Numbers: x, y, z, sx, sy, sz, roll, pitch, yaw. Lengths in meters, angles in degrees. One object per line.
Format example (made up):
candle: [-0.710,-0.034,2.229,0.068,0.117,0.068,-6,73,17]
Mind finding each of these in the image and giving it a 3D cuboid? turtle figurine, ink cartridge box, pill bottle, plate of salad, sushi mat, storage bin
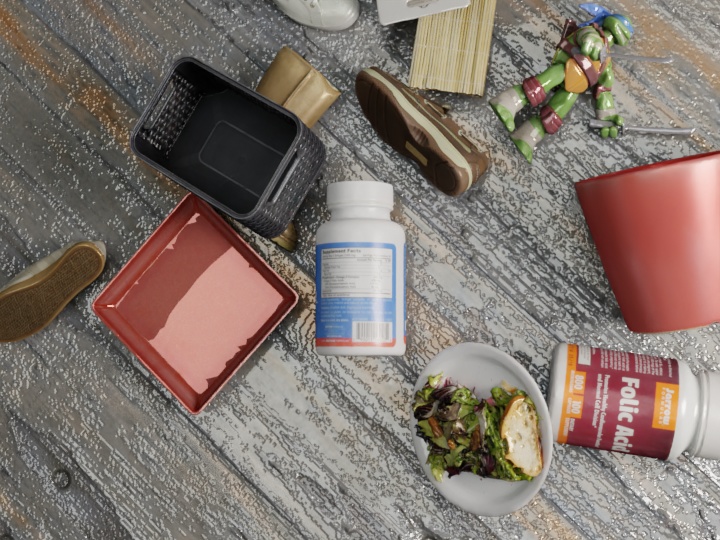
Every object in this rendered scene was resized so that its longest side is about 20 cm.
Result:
turtle figurine: [0.261,-0.202,1.238,0.193,0.144,0.202,-36,78,8]
ink cartridge box: [0.068,-0.378,1.295,0.113,0.068,0.204,-10,70,8]
pill bottle: [0.313,0.152,1.215,0.196,0.114,0.117,7,86,9]
plate of salad: [0.131,0.186,1.235,0.197,0.048,0.205,6,99,39]
pill bottle: [0.000,0.000,1.276,0.110,0.112,0.205,0,84,8]
sushi mat: [0.117,-0.309,1.309,0.094,0.012,0.204,7,73,10]
storage bin: [-0.156,-0.145,1.265,0.198,0.094,0.137,31,88,20]

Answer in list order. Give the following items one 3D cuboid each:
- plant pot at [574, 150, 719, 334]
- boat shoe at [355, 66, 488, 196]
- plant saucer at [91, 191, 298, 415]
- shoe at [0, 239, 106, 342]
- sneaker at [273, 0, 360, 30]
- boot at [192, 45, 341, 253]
plant pot: [0.354,-0.032,1.195,0.196,0.200,0.181,-11,93,7]
boat shoe: [0.077,-0.178,1.310,0.074,0.075,0.203,-32,73,-29]
plant saucer: [-0.205,0.041,1.341,0.199,0.037,0.200,43,93,9]
shoe: [-0.405,0.024,1.370,0.198,0.054,0.070,-33,114,9]
sneaker: [-0.093,-0.367,1.333,0.198,0.085,0.074,30,88,8]
boot: [-0.093,-0.151,1.326,0.174,0.066,0.201,39,91,9]
